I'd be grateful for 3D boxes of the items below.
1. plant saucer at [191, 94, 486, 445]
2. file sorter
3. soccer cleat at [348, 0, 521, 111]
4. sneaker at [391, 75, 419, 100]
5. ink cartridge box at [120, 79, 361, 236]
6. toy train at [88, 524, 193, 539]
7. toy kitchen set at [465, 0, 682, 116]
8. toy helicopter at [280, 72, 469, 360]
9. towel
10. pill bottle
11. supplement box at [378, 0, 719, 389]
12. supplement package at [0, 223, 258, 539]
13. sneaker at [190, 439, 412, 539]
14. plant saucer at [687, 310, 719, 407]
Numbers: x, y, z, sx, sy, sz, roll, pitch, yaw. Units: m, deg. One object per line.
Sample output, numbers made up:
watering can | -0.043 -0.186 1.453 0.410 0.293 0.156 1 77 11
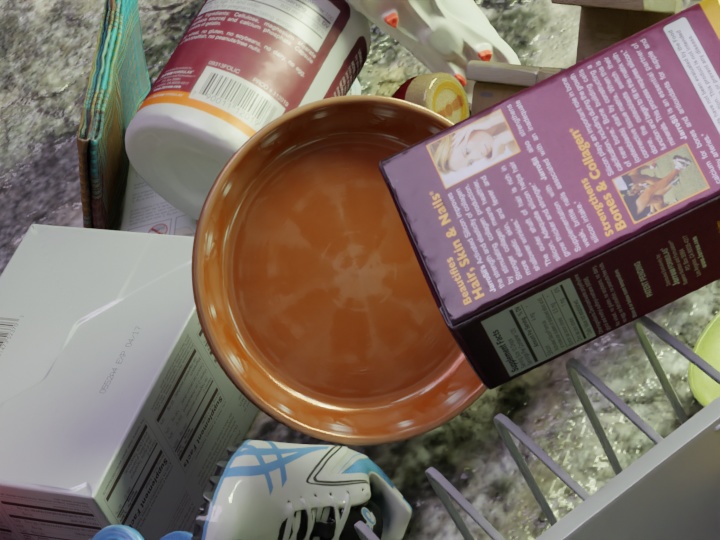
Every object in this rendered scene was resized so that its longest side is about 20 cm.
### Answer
plant saucer | 0.000 0.000 1.416 0.200 0.201 0.032 -39 6 -11
file sorter | 0.120 0.139 1.269 0.200 0.139 0.125 -36 37 -8
soccer cleat | 0.035 -0.181 1.611 0.069 0.200 0.078 -38 28 7
sneaker | 0.012 -0.082 1.583 0.071 0.113 0.201 -7 44 26
ink cartridge box | -0.082 -0.051 1.670 0.159 0.047 0.201 -14 47 18
toy train | -0.089 0.215 1.342 0.199 0.087 0.115 21 94 35
toy kitchen set | 0.121 -0.122 1.457 0.199 0.180 0.164 9 96 38
toy helicopter | 0.019 -0.038 1.487 0.079 0.132 0.201 -8 55 43
towel | -0.171 -0.107 1.706 0.022 0.147 0.201 3 46 2
pill bottle | -0.063 -0.136 1.618 0.114 0.114 0.201 6 54 36
supplement box | 0.125 -0.039 1.268 0.199 0.086 0.111 -26 59 4
supplement package | -0.165 0.085 1.510 0.155 0.111 0.201 5 50 29
sneaker | -0.031 0.132 1.341 0.072 0.200 0.072 18 98 23
plant saucer | 0.276 0.037 1.329 0.199 0.031 0.200 -23 22 10
